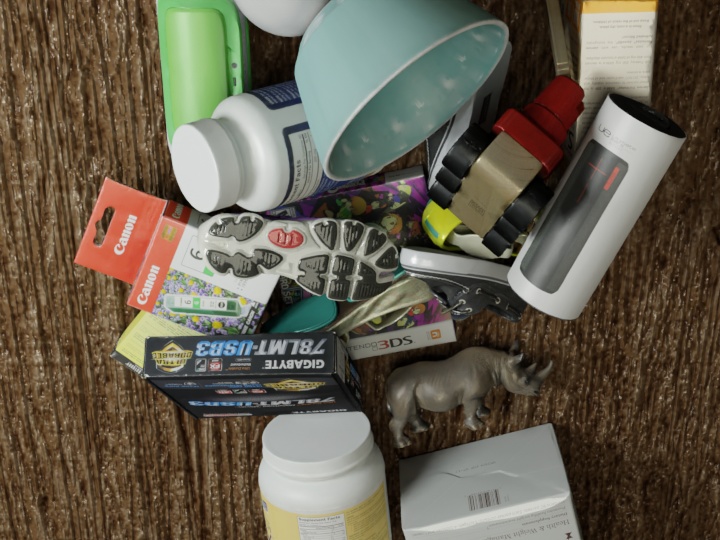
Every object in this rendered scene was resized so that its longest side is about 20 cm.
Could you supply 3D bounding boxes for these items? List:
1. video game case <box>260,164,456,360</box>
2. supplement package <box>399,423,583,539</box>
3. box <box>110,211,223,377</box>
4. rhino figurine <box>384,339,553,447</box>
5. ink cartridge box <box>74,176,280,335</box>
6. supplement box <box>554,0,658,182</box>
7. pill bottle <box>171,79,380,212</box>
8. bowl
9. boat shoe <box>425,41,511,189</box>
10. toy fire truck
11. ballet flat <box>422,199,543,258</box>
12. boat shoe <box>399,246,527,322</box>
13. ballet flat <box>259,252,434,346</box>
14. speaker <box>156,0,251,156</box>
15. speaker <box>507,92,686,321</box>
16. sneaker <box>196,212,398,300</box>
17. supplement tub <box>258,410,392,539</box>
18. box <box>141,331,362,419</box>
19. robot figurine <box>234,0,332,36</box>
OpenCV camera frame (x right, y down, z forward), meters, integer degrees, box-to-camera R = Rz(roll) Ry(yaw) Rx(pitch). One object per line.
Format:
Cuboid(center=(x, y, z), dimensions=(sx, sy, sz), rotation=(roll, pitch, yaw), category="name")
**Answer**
Cuboid(center=(0.000, 0.000, 1.215), dimensions=(0.179, 0.036, 0.202), rotation=(-10, 114, 5), category="video game case")
Cuboid(center=(0.161, 0.317, 1.294), dimensions=(0.189, 0.147, 0.202), rotation=(-15, 112, 7), category="supplement package")
Cuboid(center=(-0.186, 0.035, 1.227), dimensions=(0.075, 0.050, 0.200), rotation=(35, 111, -14), category="box")
Cuboid(center=(0.121, 0.130, 1.258), dimensions=(0.198, 0.060, 0.088), rotation=(-15, 103, 4), category="rhino figurine")
Cuboid(center=(-0.187, -0.006, 1.151), dimensions=(0.198, 0.050, 0.110), rotation=(22, 112, -12), category="ink cartridge box")
Cuboid(center=(0.232, -0.174, 1.084), dimensions=(0.073, 0.126, 0.202), rotation=(-1, 114, 1), category="supplement box")
Cuboid(center=(-0.074, -0.121, 1.069), dimensions=(0.199, 0.111, 0.112), rotation=(-21, 120, -35), category="pill bottle")
Cuboid(center=(0.020, -0.183, 0.981), dimensions=(0.201, 0.200, 0.105), rotation=(-42, 77, 17), category="bowl")
Cuboid(center=(0.090, -0.159, 1.117), dimensions=(0.068, 0.073, 0.200), rotation=(37, 145, 22), category="boat shoe")
Cuboid(center=(0.154, -0.138, 1.043), dimensions=(0.128, 0.176, 0.200), rotation=(41, 80, 5), category="toy fire truck")
Cuboid(center=(0.159, -0.036, 1.155), dimensions=(0.198, 0.067, 0.067), rotation=(5, 125, -18), category="ballet flat")
Cuboid(center=(0.109, 0.020, 1.156), dimensions=(0.069, 0.199, 0.067), rotation=(13, 91, 40), category="boat shoe")
Cuboid(center=(-0.010, 0.049, 1.183), dimensions=(0.199, 0.068, 0.063), rotation=(-25, 122, 11), category="ballet flat")
Cuboid(center=(-0.153, -0.200, 1.102), dimensions=(0.087, 0.089, 0.202), rotation=(0, 114, 1), category="speaker")
Cuboid(center=(0.214, -0.058, 1.025), dimensions=(0.081, 0.081, 0.201), rotation=(23, 115, -9), category="speaker")
Cuboid(center=(-0.059, -0.028, 1.097), dimensions=(0.198, 0.084, 0.081), rotation=(12, 105, -10), category="sneaker")
Cuboid(center=(-0.039, 0.268, 1.277), dimensions=(0.144, 0.146, 0.202), rotation=(-5, 114, 3), category="supplement tub")
Cuboid(center=(-0.107, 0.114, 1.187), dimensions=(0.198, 0.199, 0.050), rotation=(-2, 70, 7), category="box")
Cuboid(center=(-0.043, -0.279, 1.003), dimensions=(0.168, 0.200, 0.114), rotation=(0, 117, 36), category="robot figurine")
